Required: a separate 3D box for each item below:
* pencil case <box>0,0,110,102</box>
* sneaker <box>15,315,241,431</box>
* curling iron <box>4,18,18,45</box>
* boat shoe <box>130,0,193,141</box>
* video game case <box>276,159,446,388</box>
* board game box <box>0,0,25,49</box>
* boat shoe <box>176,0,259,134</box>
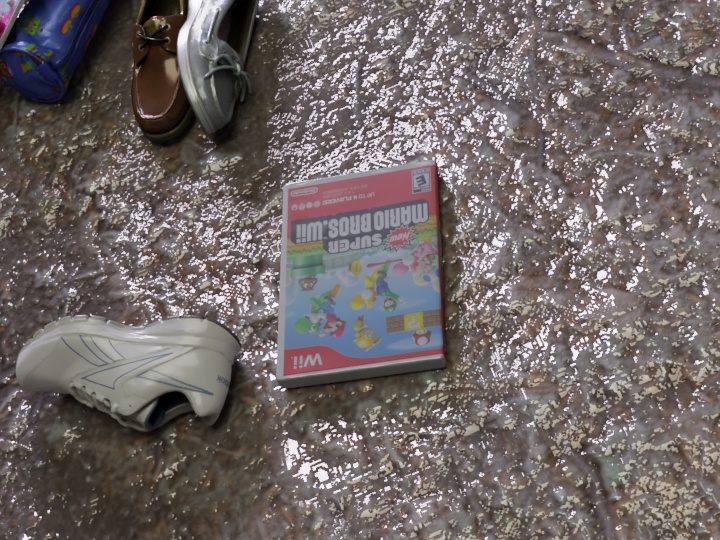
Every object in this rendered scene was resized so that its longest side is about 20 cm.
[{"bbox_3d":[-0.297,-0.270,1.379,0.086,0.078,0.202,-3,54,43],"label":"pencil case"},{"bbox_3d":[-0.199,0.087,1.117,0.197,0.075,0.088,-4,61,16],"label":"sneaker"},{"bbox_3d":[-0.390,-0.175,1.373,0.025,0.050,0.202,14,68,26],"label":"curling iron"},{"bbox_3d":[-0.197,-0.221,1.322,0.071,0.068,0.202,-9,55,11],"label":"boat shoe"},{"bbox_3d":[0.000,0.000,1.143,0.141,0.018,0.202,-8,56,12],"label":"video game case"},{"bbox_3d":[-0.377,-0.323,1.392,0.199,0.026,0.202,21,85,52],"label":"board game box"},{"bbox_3d":[-0.131,-0.219,1.299,0.064,0.075,0.204,-11,48,16],"label":"boat shoe"}]
